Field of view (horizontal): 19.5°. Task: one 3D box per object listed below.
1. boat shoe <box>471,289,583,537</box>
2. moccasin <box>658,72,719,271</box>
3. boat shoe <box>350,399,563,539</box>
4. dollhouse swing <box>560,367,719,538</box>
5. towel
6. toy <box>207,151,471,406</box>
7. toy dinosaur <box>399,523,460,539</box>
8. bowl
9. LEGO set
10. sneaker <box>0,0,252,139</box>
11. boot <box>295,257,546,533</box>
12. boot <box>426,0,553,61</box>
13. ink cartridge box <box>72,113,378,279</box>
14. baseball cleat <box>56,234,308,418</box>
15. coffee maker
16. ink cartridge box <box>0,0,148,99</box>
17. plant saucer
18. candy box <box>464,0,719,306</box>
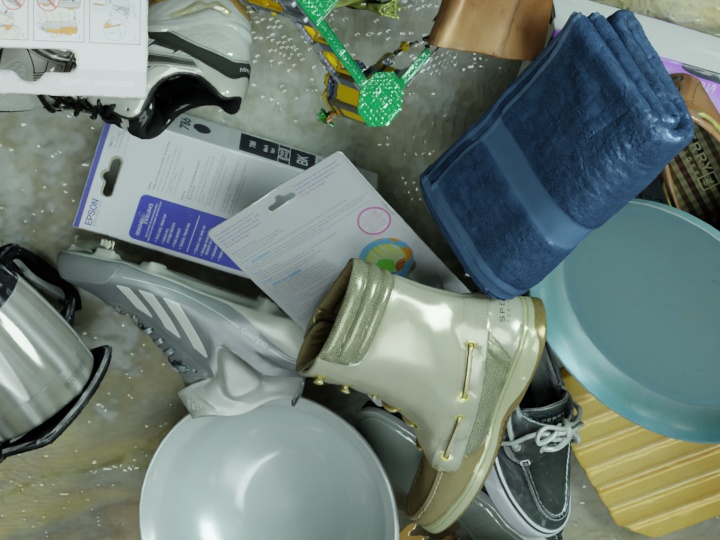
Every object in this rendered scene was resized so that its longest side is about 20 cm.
[{"bbox_3d":[0.128,0.107,1.542,0.068,0.074,0.200,2,110,47],"label":"boat shoe"},{"bbox_3d":[0.246,-0.037,1.389,0.074,0.078,0.201,-21,119,11],"label":"moccasin"},{"bbox_3d":[0.077,0.151,1.599,0.200,0.060,0.076,43,146,-23],"label":"boat shoe"},{"bbox_3d":[0.257,0.142,1.536,0.176,0.182,0.200,-29,117,5],"label":"dollhouse swing"},{"bbox_3d":[0.122,-0.071,1.357,0.200,0.049,0.112,-44,67,40],"label":"towel"},{"bbox_3d":[0.000,0.000,1.474,0.115,0.047,0.200,-31,120,21],"label":"toy"},{"bbox_3d":[0.016,0.237,1.631,0.200,0.060,0.106,-2,161,-3],"label":"toy dinosaur"},{"bbox_3d":[-0.059,0.184,1.582,0.201,0.090,0.201,1,93,15],"label":"bowl"},{"bbox_3d":[-0.002,-0.200,1.359,0.154,0.116,0.200,40,80,-41],"label":"LEGO set"},{"bbox_3d":[-0.170,-0.127,1.412,0.200,0.088,0.076,-12,158,10],"label":"sneaker"},{"bbox_3d":[0.026,0.087,1.463,0.155,0.072,0.200,14,121,-15],"label":"boot"},{"bbox_3d":[0.074,-0.236,1.299,0.188,0.068,0.200,8,104,-53],"label":"boot"},{"bbox_3d":[-0.096,-0.050,1.495,0.200,0.039,0.100,17,120,-10],"label":"ink cartridge box"},{"bbox_3d":[-0.133,0.047,1.508,0.200,0.070,0.107,17,89,7],"label":"baseball cleat"},{"bbox_3d":[-0.311,0.040,1.499,0.192,0.135,0.200,-28,115,17],"label":"coffee maker"},{"bbox_3d":[-0.213,-0.217,1.369,0.161,0.050,0.200,2,107,-1],"label":"ink cartridge box"},{"bbox_3d":[0.204,0.030,1.409,0.200,0.027,0.200,24,138,24],"label":"plant saucer"},{"bbox_3d":[0.178,-0.073,1.455,0.168,0.072,0.200,14,120,-8],"label":"candy box"}]
